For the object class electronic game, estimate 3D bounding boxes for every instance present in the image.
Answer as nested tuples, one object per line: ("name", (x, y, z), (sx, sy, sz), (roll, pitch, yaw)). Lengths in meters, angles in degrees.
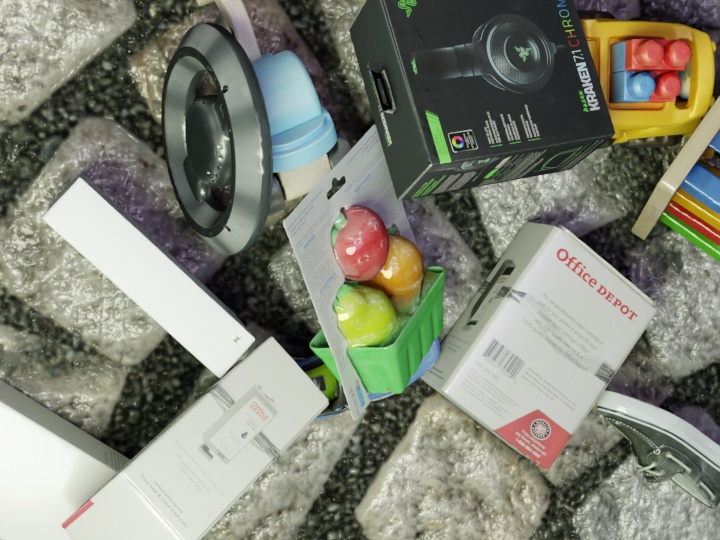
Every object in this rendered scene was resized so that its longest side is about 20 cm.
("electronic game", (-0.126, -0.113, 0.987), (0.041, 0.199, 0.202), (-11, 98, -29))

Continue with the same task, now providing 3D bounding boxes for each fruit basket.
("fruit basket", (0.000, 0.000, 1.006), (0.185, 0.093, 0.201), (-52, 126, -47))

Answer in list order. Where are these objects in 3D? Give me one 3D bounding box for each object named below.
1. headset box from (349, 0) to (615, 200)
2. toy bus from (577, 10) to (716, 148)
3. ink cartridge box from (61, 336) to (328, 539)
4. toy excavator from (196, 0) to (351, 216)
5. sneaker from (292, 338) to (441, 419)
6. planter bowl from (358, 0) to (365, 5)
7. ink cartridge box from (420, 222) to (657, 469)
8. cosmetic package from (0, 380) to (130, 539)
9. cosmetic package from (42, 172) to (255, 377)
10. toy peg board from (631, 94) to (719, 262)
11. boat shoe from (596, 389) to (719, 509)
("headset box", (0.099, -0.170, 1.013), (0.198, 0.093, 0.176), (-10, 77, -20))
("toy bus", (0.276, -0.189, 1.093), (0.198, 0.192, 0.137), (-2, 94, -16))
("ink cartridge box", (-0.139, 0.165, 0.969), (0.083, 0.146, 0.200), (48, 46, -1))
("toy excavator", (-0.093, -0.180, 1.032), (0.099, 0.195, 0.201), (-22, 128, -12))
("sneaker", (-0.009, 0.105, 1.093), (0.198, 0.089, 0.079), (-20, 100, -15))
("planter bowl", (0.078, -0.337, 1.055), (0.198, 0.135, 0.202), (-1, 95, -16))
("ink cartridge box", (0.179, 0.073, 1.144), (0.146, 0.083, 0.201), (38, 85, -15))
("cosmetic package", (-0.277, 0.201, 1.031), (0.199, 0.085, 0.108), (34, 87, -17))
("cosmetic package", (-0.189, 0.000, 1.003), (0.200, 0.151, 0.052), (44, 83, -14))
("toy peg board", (0.373, -0.112, 1.109), (0.097, 0.199, 0.201), (35, 85, 11))
("boat shoe", (0.325, 0.194, 1.199), (0.199, 0.072, 0.071), (31, 82, -18))
